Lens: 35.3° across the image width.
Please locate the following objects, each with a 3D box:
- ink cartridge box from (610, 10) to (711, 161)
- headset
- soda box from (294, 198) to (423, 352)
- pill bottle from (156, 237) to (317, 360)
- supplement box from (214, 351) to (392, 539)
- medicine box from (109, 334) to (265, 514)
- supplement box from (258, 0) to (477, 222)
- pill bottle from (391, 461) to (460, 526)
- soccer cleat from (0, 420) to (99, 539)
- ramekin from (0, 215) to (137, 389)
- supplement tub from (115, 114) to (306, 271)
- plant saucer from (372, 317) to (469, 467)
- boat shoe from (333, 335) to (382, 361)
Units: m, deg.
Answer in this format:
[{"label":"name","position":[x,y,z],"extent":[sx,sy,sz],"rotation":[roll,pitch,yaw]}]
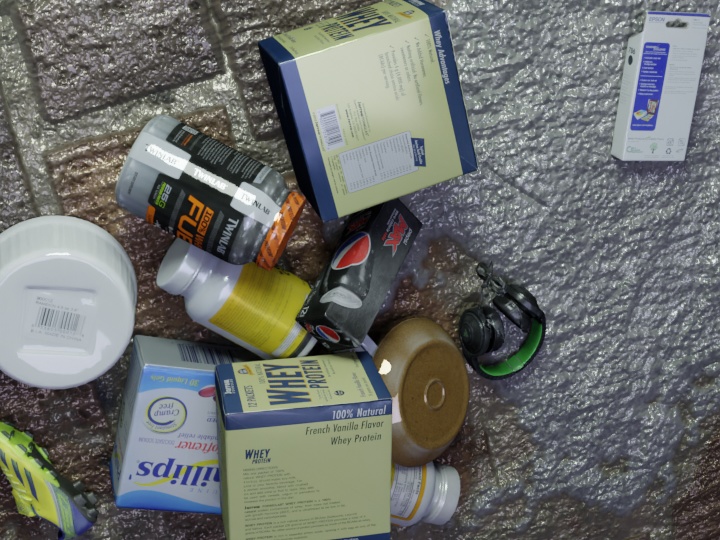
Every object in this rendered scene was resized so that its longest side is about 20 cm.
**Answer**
[{"label":"ink cartridge box","position":[0.398,-0.245,1.501],"extent":[0.099,0.039,0.201],"rotation":[0,112,-16]},{"label":"headset","position":[0.194,0.071,1.525],"extent":[0.123,0.094,0.200],"rotation":[-32,127,-11]},{"label":"soda box","position":[0.000,0.000,1.406],"extent":[0.071,0.063,0.200],"rotation":[44,57,-26]},{"label":"pill bottle","position":[-0.147,0.031,1.404],"extent":[0.200,0.112,0.112],"rotation":[32,99,-25]},{"label":"supplement box","position":[-0.071,0.223,1.369],"extent":[0.199,0.134,0.201],"rotation":[-4,111,-12]},{"label":"medicine box","position":[-0.214,0.201,1.455],"extent":[0.181,0.103,0.201],"rotation":[8,107,-19]},{"label":"supplement box","position":[0.009,-0.196,1.342],"extent":[0.199,0.134,0.201],"rotation":[-19,115,-8]},{"label":"pill bottle","position":[0.033,0.288,1.556],"extent":[0.199,0.113,0.113],"rotation":[18,104,-21]},{"label":"soccer cleat","position":[-0.420,0.274,1.443],"extent":[0.084,0.065,0.200],"rotation":[-37,116,2]},{"label":"ramekin","position":[-0.364,0.044,1.353],"extent":[0.199,0.098,0.201],"rotation":[-6,112,-14]},{"label":"supplement tub","position":[-0.172,-0.086,1.313],"extent":[0.199,0.123,0.123],"rotation":[27,102,1]},{"label":"plant saucer","position":[0.088,0.164,1.509],"extent":[0.200,0.035,0.201],"rotation":[0,90,-45]},{"label":"boat shoe","position":[-0.008,0.143,1.507],"extent":[0.086,0.075,0.202],"rotation":[-44,124,-16]}]
